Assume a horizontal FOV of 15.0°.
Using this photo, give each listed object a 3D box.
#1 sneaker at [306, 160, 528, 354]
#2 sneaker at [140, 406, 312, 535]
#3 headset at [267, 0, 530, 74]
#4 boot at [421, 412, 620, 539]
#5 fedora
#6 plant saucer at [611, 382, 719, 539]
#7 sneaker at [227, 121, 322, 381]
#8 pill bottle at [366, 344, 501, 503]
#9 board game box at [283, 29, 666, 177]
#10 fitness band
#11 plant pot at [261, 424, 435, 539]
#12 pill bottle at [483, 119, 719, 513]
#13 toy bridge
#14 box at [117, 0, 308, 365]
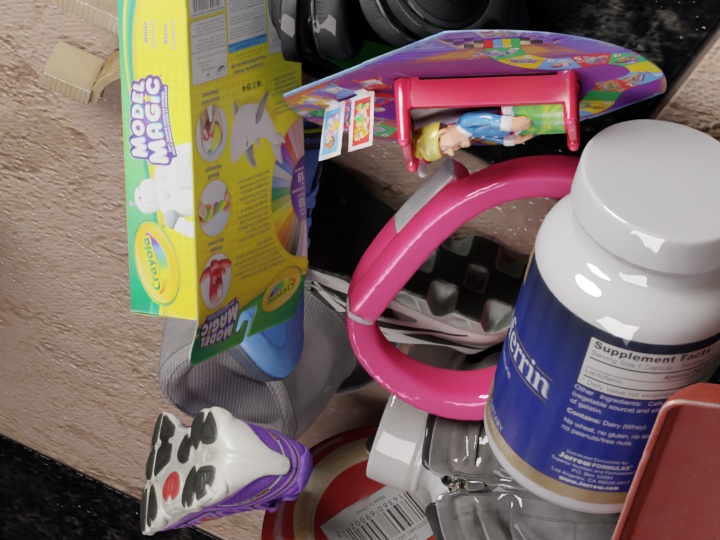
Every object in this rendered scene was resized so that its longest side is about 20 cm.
[{"bbox_3d":[0.000,0.000,1.628,0.200,0.074,0.089,27,149,-6],"label":"sneaker"},{"bbox_3d":[-0.087,0.135,1.748,0.083,0.081,0.200,13,171,-20],"label":"sneaker"},{"bbox_3d":[0.008,-0.155,1.392,0.123,0.094,0.200,-5,156,31],"label":"headset"},{"bbox_3d":[0.114,0.167,1.620,0.131,0.201,0.070,-16,168,9],"label":"boot"},{"bbox_3d":[-0.069,0.046,1.736,0.176,0.090,0.200,24,151,-1],"label":"fedora"},{"bbox_3d":[0.235,0.131,1.469,0.199,0.037,0.200,8,137,-5],"label":"plant saucer"},{"bbox_3d":[-0.053,-0.036,1.532,0.078,0.066,0.201,-8,100,25],"label":"sneaker"},{"bbox_3d":[0.112,0.118,1.703,0.199,0.114,0.114,20,151,5],"label":"pill bottle"},{"bbox_3d":[0.061,-0.075,1.424,0.158,0.039,0.200,10,163,-38],"label":"board game box"},{"bbox_3d":[0.078,0.009,1.546,0.143,0.037,0.200,26,127,-22],"label":"fitness band"},{"bbox_3d":[0.020,0.220,1.855,0.200,0.201,0.183,19,148,7],"label":"plant pot"},{"bbox_3d":[0.141,0.025,1.464,0.115,0.116,0.200,20,131,6],"label":"pill bottle"},{"bbox_3d":[-0.135,-0.146,1.530,0.067,0.027,0.200,23,152,-1],"label":"toy bridge"},{"bbox_3d":[-0.075,-0.059,1.440,0.048,0.117,0.201,5,105,29],"label":"box"}]
